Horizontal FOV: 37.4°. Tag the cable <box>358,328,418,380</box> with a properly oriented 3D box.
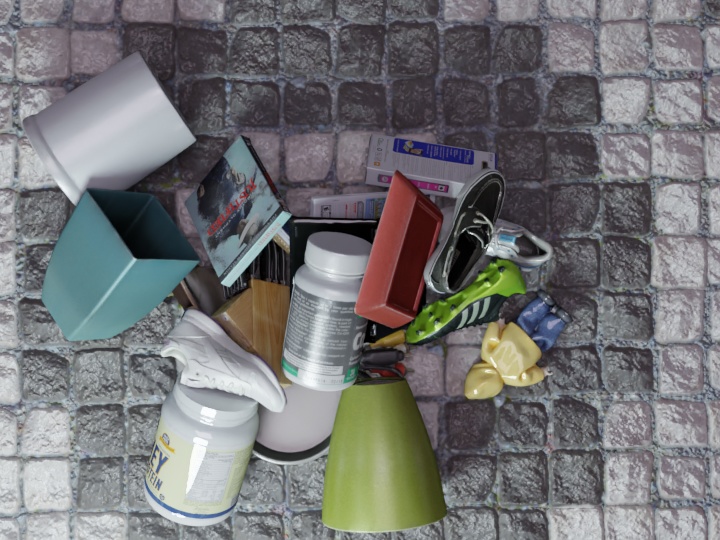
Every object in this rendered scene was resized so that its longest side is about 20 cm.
[{"bbox_3d":[-0.004,0.139,1.622,0.198,0.050,0.098,0,101,-11],"label":"cable"}]

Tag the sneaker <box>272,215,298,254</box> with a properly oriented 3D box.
[{"bbox_3d":[-0.063,-0.058,1.601,0.109,0.070,0.200,-49,116,-5],"label":"sneaker"}]

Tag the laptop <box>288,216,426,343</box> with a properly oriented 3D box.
[{"bbox_3d":[0.000,0.000,1.583,0.198,0.116,0.189,2,108,4],"label":"laptop"}]

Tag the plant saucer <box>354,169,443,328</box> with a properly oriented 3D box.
[{"bbox_3d":[0.063,-0.020,1.494,0.036,0.199,0.201,16,86,20],"label":"plant saucer"}]

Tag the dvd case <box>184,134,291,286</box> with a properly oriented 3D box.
[{"bbox_3d":[-0.184,-0.091,1.565,0.146,0.022,0.200,-47,46,17],"label":"dvd case"}]

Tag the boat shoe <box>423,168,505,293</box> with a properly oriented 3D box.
[{"bbox_3d":[0.164,-0.055,1.528,0.070,0.064,0.201,30,81,-24],"label":"boat shoe"}]

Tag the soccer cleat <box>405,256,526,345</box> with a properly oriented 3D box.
[{"bbox_3d":[0.161,0.062,1.602,0.199,0.068,0.081,-35,124,8],"label":"soccer cleat"}]

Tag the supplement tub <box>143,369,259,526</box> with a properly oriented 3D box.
[{"bbox_3d":[-0.230,0.254,1.558,0.144,0.145,0.201,17,113,0],"label":"supplement tub"}]

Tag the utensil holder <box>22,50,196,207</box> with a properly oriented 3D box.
[{"bbox_3d":[-0.367,-0.205,1.575,0.199,0.170,0.171,-33,90,-1],"label":"utensil holder"}]

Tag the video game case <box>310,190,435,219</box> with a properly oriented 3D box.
[{"bbox_3d":[0.018,-0.045,1.592,0.199,0.018,0.144,-5,108,-24],"label":"video game case"}]

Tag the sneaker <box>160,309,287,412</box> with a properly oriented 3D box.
[{"bbox_3d":[-0.194,0.147,1.501,0.200,0.075,0.100,37,64,12],"label":"sneaker"}]

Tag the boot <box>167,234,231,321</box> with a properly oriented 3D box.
[{"bbox_3d":[-0.242,0.014,1.637,0.096,0.075,0.201,-15,80,-25],"label":"boot"}]

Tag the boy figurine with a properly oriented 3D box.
[{"bbox_3d":[0.238,0.127,1.628,0.124,0.064,0.200,41,91,0],"label":"boy figurine"}]

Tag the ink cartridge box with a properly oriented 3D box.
[{"bbox_3d":[0.107,-0.156,1.614,0.198,0.095,0.037,8,130,1],"label":"ink cartridge box"}]

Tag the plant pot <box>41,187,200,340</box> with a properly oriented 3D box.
[{"bbox_3d":[-0.371,0.004,1.566,0.200,0.141,0.141,-49,66,22],"label":"plant pot"}]

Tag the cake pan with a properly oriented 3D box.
[{"bbox_3d":[-0.110,0.197,1.639,0.199,0.037,0.202,0,90,0],"label":"cake pan"}]

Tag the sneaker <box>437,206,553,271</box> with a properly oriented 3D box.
[{"bbox_3d":[0.201,-0.053,1.601,0.199,0.087,0.076,13,86,-11],"label":"sneaker"}]

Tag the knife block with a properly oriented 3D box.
[{"bbox_3d":[-0.140,0.058,1.598,0.200,0.064,0.176,53,49,-10],"label":"knife block"}]

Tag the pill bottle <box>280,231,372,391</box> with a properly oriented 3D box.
[{"bbox_3d":[-0.043,0.056,1.484,0.112,0.113,0.201,11,109,0],"label":"pill bottle"}]

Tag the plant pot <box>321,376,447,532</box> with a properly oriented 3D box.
[{"bbox_3d":[0.028,0.262,1.565,0.186,0.187,0.202,-4,90,0],"label":"plant pot"}]
